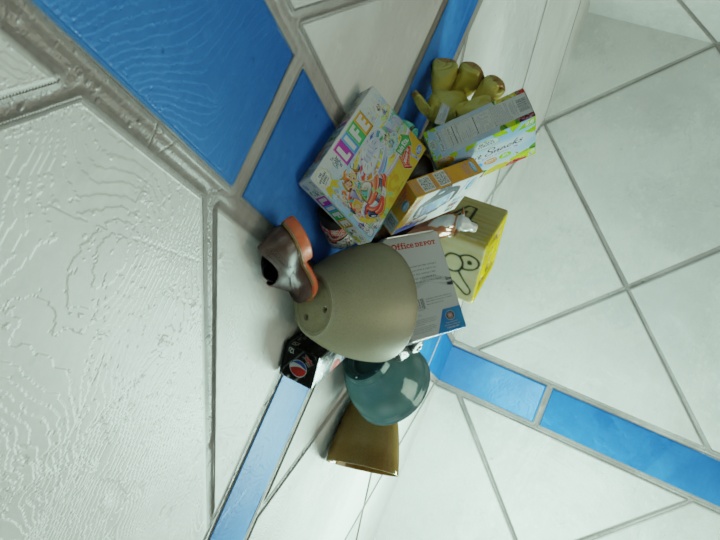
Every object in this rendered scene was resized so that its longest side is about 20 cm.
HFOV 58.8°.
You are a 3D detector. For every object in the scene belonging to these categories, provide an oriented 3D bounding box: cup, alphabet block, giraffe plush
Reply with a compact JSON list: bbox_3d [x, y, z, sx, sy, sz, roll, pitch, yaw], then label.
[{"bbox_3d":[-0.025,0.053,1.042,0.142,0.199,0.203,2,112,-44],"label":"cup"},{"bbox_3d":[0.246,-0.068,1.658,0.197,0.198,0.197,-50,156,-46],"label":"alphabet block"},{"bbox_3d":[0.183,-0.302,1.294,0.200,0.171,0.163,-49,163,-27],"label":"giraffe plush"}]

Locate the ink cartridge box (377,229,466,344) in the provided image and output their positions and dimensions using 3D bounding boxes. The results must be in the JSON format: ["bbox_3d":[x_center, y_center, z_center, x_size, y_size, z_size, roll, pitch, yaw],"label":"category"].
[{"bbox_3d":[0.105,0.036,1.252,0.145,0.203,0.086,-11,169,-34],"label":"ink cartridge box"}]

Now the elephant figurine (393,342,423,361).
[{"bbox_3d":[0.050,0.089,1.372,0.141,0.200,0.156,-33,144,-20],"label":"elephant figurine"}]

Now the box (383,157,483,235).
[{"bbox_3d":[0.141,-0.140,1.178,0.198,0.042,0.119,-22,160,-33],"label":"box"}]

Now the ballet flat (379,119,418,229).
[{"bbox_3d":[0.034,-0.168,1.114,0.203,0.070,0.067,-68,162,8],"label":"ballet flat"}]

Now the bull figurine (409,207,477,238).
[{"bbox_3d":[0.165,-0.095,1.425,0.121,0.197,0.066,6,77,-72],"label":"bull figurine"}]

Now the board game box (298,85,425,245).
[{"bbox_3d":[0.008,-0.160,0.966,0.134,0.034,0.201,43,61,-24],"label":"board game box"}]

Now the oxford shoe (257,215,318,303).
[{"bbox_3d":[-0.109,-0.002,0.914,0.072,0.071,0.201,-31,154,-15],"label":"oxford shoe"}]

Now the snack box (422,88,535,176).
[{"bbox_3d":[0.230,-0.242,1.218,0.198,0.069,0.169,-24,161,8],"label":"snack box"}]

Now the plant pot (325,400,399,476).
[{"bbox_3d":[0.024,0.397,1.607,0.187,0.183,0.203,68,33,-66],"label":"plant pot"}]

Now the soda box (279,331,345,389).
[{"bbox_3d":[-0.067,0.138,1.160,0.200,0.070,0.064,-32,141,-63],"label":"soda box"}]

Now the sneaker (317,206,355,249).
[{"bbox_3d":[-0.002,-0.131,1.058,0.203,0.067,0.108,-58,161,-21],"label":"sneaker"}]

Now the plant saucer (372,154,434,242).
[{"bbox_3d":[0.077,-0.127,1.219,0.199,0.037,0.202,-33,147,-24],"label":"plant saucer"}]

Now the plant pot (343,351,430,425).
[{"bbox_3d":[0.042,0.227,1.446,0.134,0.198,0.202,50,59,-40],"label":"plant pot"}]
